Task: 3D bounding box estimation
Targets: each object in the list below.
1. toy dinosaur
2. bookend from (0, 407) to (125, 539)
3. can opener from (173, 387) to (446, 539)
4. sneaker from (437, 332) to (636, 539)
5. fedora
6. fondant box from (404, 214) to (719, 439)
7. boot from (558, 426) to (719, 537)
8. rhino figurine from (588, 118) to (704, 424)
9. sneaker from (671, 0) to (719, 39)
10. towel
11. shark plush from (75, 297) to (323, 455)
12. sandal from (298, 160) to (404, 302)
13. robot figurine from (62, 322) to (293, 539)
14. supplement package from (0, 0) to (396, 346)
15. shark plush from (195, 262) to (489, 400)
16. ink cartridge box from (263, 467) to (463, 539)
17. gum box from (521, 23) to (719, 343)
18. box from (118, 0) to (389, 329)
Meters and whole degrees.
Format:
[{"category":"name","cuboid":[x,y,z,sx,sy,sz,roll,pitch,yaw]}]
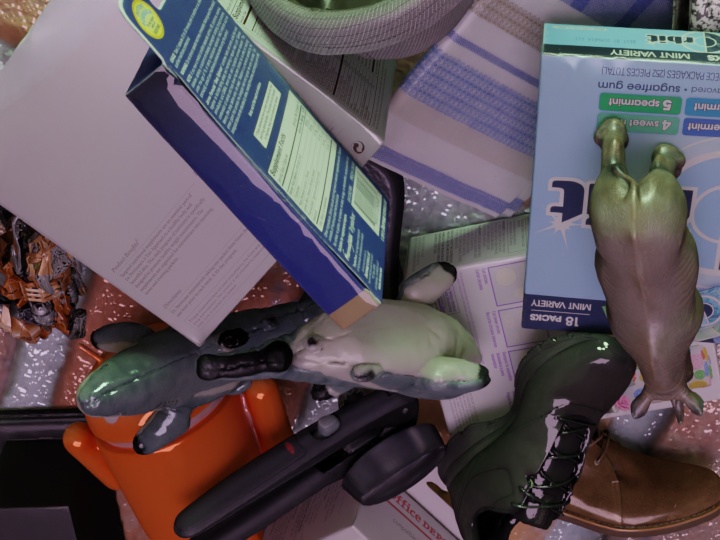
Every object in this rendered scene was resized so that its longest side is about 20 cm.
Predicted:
[{"category":"toy dinosaur","cuboid":[-0.239,0.005,0.975,0.136,0.102,0.200,45,134,6]},{"category":"bookend","cuboid":[-0.248,0.245,1.083,0.091,0.201,0.200,-2,121,6]},{"category":"can opener","cuboid":[-0.040,0.140,1.004,0.198,0.079,0.064,-23,123,-12]},{"category":"sneaker","cuboid":[0.125,0.121,0.963,0.075,0.091,0.201,13,134,-23]},{"category":"fedora","cuboid":[0.020,-0.204,0.829,0.175,0.202,0.090,7,164,25]},{"category":"fondant box","cuboid":[0.144,0.033,1.004,0.198,0.058,0.145,-10,119,12]},{"category":"boot","cuboid":[0.176,0.146,1.063,0.198,0.074,0.076,4,115,6]},{"category":"rhino figurine","cuboid":[0.173,0.016,0.845,0.059,0.088,0.201,-7,124,15]},{"category":"sneaker","cuboid":[0.215,-0.126,0.882,0.088,0.077,0.202,-12,120,-2]},{"category":"towel","cuboid":[0.102,-0.123,0.904,0.146,0.024,0.200,19,124,-36]},{"category":"shark plush","cuboid":[-0.090,0.061,0.945,0.198,0.083,0.092,-10,78,-12]},{"category":"sandal","cuboid":[0.001,0.000,0.997,0.076,0.043,0.201,22,127,13]},{"category":"robot figurine","cuboid":[-0.132,0.124,1.049,0.143,0.116,0.201,10,131,45]},{"category":"supplement package","cuboid":[-0.114,-0.105,0.893,0.199,0.148,0.191,37,116,-16]},{"category":"shark plush","cuboid":[-0.004,0.067,0.917,0.199,0.091,0.083,-14,155,-31]},{"category":"ink cartridge box","cuboid":[0.002,0.221,1.094,0.116,0.067,0.199,43,131,-18]},{"category":"gum box","cuboid":[0.189,-0.048,0.879,0.168,0.045,0.202,4,126,7]},{"category":"box","cuboid":[-0.058,-0.074,0.753,0.032,0.121,0.200,-33,112,20]}]
